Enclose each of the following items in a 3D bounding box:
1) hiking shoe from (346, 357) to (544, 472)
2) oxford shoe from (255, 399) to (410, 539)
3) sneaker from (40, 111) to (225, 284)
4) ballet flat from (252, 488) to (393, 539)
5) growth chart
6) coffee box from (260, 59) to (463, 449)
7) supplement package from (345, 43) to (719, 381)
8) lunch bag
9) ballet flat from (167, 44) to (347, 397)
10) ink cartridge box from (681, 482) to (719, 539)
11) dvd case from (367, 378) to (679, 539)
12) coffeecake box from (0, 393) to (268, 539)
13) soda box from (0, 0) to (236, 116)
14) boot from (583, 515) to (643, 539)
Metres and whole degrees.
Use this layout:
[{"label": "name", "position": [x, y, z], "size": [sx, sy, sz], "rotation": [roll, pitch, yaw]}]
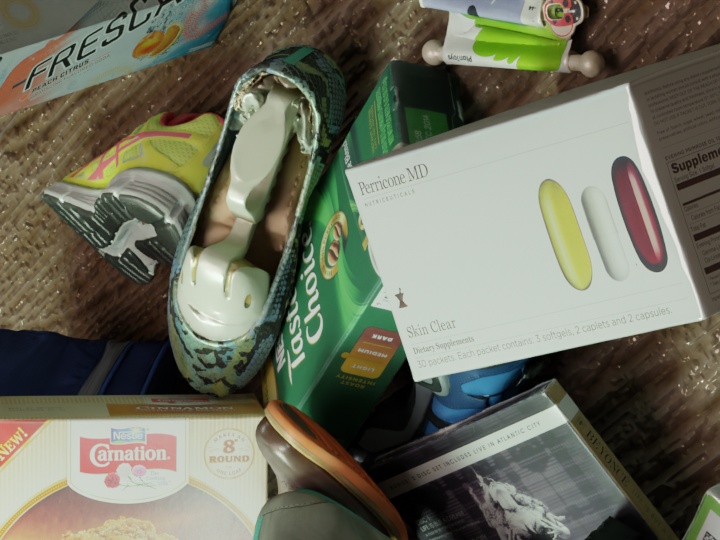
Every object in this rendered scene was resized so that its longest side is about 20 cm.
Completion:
[{"label": "hiking shoe", "position": [0.066, 0.076, 1.591], "size": [0.087, 0.074, 0.200], "rotation": [49, 145, 7]}, {"label": "oxford shoe", "position": [-0.016, 0.144, 1.597], "size": [0.071, 0.073, 0.200], "rotation": [46, 172, 45]}, {"label": "sneaker", "position": [-0.118, -0.049, 1.733], "size": [0.078, 0.090, 0.200], "rotation": [43, 164, -18]}, {"label": "ballet flat", "position": [0.032, 0.181, 1.538], "size": [0.199, 0.064, 0.067], "rotation": [27, 135, -8]}, {"label": "growth chart", "position": [0.055, -0.194, 1.520], "size": [0.144, 0.018, 0.201], "rotation": [1, 106, 48]}, {"label": "coffee box", "position": [0.000, 0.000, 1.597], "size": [0.200, 0.044, 0.123], "rotation": [123, 151, -44]}, {"label": "supplement package", "position": [0.123, -0.034, 1.406], "size": [0.200, 0.155, 0.111], "rotation": [-16, 94, 50]}, {"label": "lunch bag", "position": [-0.166, 0.120, 1.768], "size": [0.132, 0.200, 0.136], "rotation": [5, 115, 8]}, {"label": "ballet flat", "position": [-0.065, -0.026, 1.605], "size": [0.074, 0.074, 0.201], "rotation": [23, 102, 40]}, {"label": "ink cartridge box", "position": [0.253, 0.166, 1.389], "size": [0.200, 0.104, 0.059], "rotation": [42, 133, 28]}, {"label": "dvd case", "position": [0.110, 0.157, 1.558], "size": [0.200, 0.016, 0.149], "rotation": [52, 138, -10]}, {"label": "coffeecake box", "position": [-0.130, 0.171, 1.632], "size": [0.073, 0.153, 0.201], "rotation": [-139, 49, -79]}, {"label": "soda box", "position": [-0.159, -0.142, 1.632], "size": [0.068, 0.200, 0.064], "rotation": [51, 136, 17]}, {"label": "boot", "position": [0.158, 0.198, 1.412], "size": [0.168, 0.200, 0.077], "rotation": [29, 110, 13]}]
